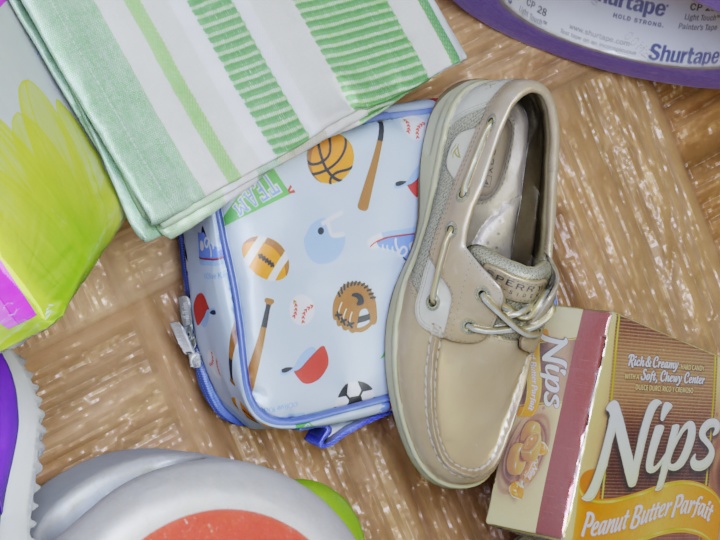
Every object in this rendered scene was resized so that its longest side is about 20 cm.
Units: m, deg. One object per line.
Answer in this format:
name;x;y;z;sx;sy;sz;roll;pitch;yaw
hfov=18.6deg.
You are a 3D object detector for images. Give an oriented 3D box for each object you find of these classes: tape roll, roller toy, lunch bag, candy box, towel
tape roll;0.143;-0.165;1.112;0.199;0.200;0.086;20;80;-24
roller toy;-0.085;0.180;1.024;0.181;0.140;0.202;22;80;-23
lunch bag;0.000;0.000;1.108;0.198;0.075;0.162;-12;96;-26
candy box;0.156;0.098;1.154;0.199;0.055;0.117;21;79;-45
towel;-0.057;-0.120;1.028;0.199;0.023;0.153;-31;94;-31

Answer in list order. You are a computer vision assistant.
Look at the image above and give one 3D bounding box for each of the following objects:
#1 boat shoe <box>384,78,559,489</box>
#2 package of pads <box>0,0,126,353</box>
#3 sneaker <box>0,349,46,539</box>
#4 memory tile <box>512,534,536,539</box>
boat shoe;0.061;0.007;1.064;0.072;0.065;0.202;8;89;-28
package of pads;-0.169;-0.058;0.964;0.068;0.200;0.155;-27;107;17
sneaker;-0.197;0.099;0.963;0.099;0.069;0.201;23;44;-34
memory tile;0.088;0.241;1.110;0.152;0.017;0.201;-21;80;-30
